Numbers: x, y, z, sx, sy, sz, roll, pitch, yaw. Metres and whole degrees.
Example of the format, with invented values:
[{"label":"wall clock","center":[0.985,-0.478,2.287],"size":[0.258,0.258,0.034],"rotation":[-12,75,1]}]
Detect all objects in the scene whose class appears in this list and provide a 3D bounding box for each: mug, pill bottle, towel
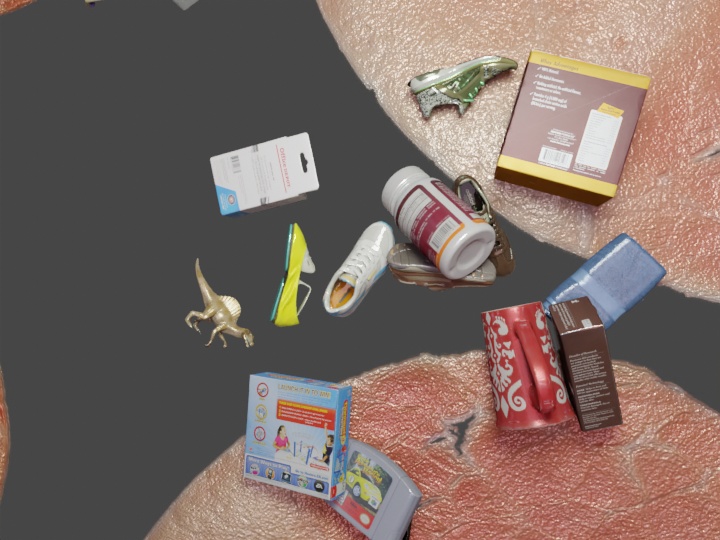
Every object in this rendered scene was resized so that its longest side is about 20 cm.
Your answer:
[{"label":"mug","center":[0.292,0.157,1.047],"size":[0.133,0.177,0.201],"rotation":[-7,82,-27]},{"label":"pill bottle","center":[0.130,-0.088,1.070],"size":[0.114,0.114,0.200],"rotation":[-45,56,7]},{"label":"towel","center":[0.424,0.036,1.078],"size":[0.200,0.049,0.112],"rotation":[-43,84,8]}]

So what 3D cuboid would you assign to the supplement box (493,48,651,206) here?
[{"label":"supplement box","center":[0.353,-0.239,1.052],"size":[0.196,0.133,0.201],"rotation":[17,92,10]}]

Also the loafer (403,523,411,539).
[{"label":"loafer","center":[0.054,0.500,1.127],"size":[0.073,0.071,0.201],"rotation":[8,90,10]}]

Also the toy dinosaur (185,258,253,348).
[{"label":"toy dinosaur","center":[-0.291,0.082,1.214],"size":[0.101,0.058,0.200],"rotation":[-37,91,-7]}]

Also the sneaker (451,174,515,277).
[{"label":"sneaker","center":[0.216,-0.078,1.103],"size":[0.070,0.076,0.201],"rotation":[-28,84,9]}]

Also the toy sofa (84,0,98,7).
[{"label":"toy sofa","center":[-0.554,-0.653,1.258],"size":[0.082,0.098,0.201],"rotation":[-18,86,-15]}]

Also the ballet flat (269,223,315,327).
[{"label":"ballet flat","center":[-0.124,0.012,1.177],"size":[0.067,0.067,0.201],"rotation":[12,94,-11]}]

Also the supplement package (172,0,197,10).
[{"label":"supplement package","center":[-0.372,-0.645,1.196],"size":[0.121,0.120,0.201],"rotation":[-32,84,9]}]

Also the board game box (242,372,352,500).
[{"label":"board game box","center":[-0.119,0.301,1.141],"size":[0.199,0.056,0.197],"rotation":[4,90,28]}]

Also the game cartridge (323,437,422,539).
[{"label":"game cartridge","center":[0.010,0.395,1.118],"size":[0.200,0.041,0.134],"rotation":[27,90,33]}]

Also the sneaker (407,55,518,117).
[{"label":"sneaker","center":[0.191,-0.333,1.123],"size":[0.199,0.077,0.089],"rotation":[-12,100,15]}]

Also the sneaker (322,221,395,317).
[{"label":"sneaker","center":[0.000,0.000,1.140],"size":[0.076,0.081,0.201],"rotation":[30,93,11]}]

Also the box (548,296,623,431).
[{"label":"box","center":[0.375,0.157,1.021],"size":[0.075,0.100,0.201],"rotation":[-13,112,11]}]

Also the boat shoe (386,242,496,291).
[{"label":"boat shoe","center":[0.148,0.000,1.121],"size":[0.199,0.072,0.076],"rotation":[12,49,17]}]

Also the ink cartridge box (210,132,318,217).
[{"label":"ink cartridge box","center":[-0.176,-0.181,1.180],"size":[0.199,0.067,0.116],"rotation":[-12,87,10]}]
